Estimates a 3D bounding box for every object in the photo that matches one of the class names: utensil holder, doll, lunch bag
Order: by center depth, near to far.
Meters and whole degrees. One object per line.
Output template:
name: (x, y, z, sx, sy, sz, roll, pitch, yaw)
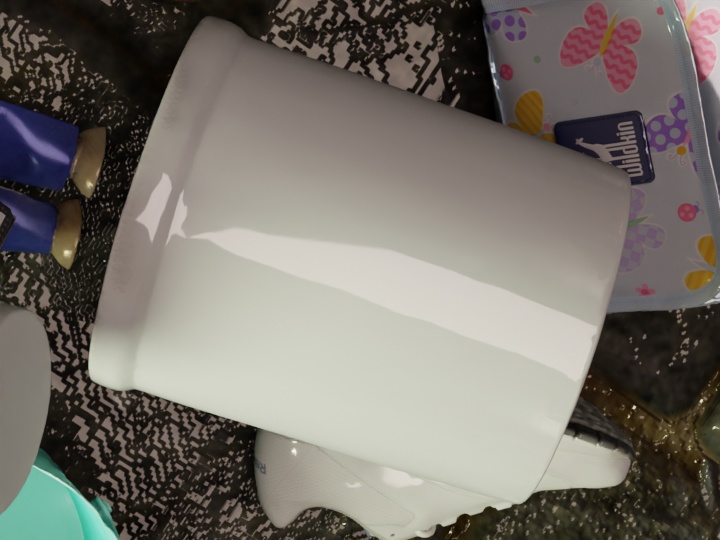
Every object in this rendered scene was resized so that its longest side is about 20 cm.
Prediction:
utensil holder: (0.000, 0.000, 0.799, 0.199, 0.170, 0.171, 19, 94, -1)
doll: (-0.223, -0.050, 0.819, 0.199, 0.049, 0.137, 15, 115, -15)
lunch bag: (0.167, -0.073, 0.881, 0.199, 0.127, 0.170, -10, 101, 0)

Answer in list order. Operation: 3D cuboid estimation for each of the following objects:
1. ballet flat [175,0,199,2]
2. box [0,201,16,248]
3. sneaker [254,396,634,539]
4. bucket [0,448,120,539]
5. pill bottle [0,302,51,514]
ballet flat: (-0.092, -0.224, 0.823, 0.072, 0.068, 0.201, -27, 106, -30)
box: (-0.267, -0.037, 0.747, 0.200, 0.160, 0.044, 38, 50, -24)
sneaker: (0.039, 0.092, 0.910, 0.199, 0.075, 0.088, 6, 109, -9)
bucket: (-0.201, 0.159, 0.815, 0.206, 0.135, 0.208, -2, 100, -13)
pill bottle: (-0.227, 0.037, 0.693, 0.199, 0.111, 0.111, 10, 97, 12)
